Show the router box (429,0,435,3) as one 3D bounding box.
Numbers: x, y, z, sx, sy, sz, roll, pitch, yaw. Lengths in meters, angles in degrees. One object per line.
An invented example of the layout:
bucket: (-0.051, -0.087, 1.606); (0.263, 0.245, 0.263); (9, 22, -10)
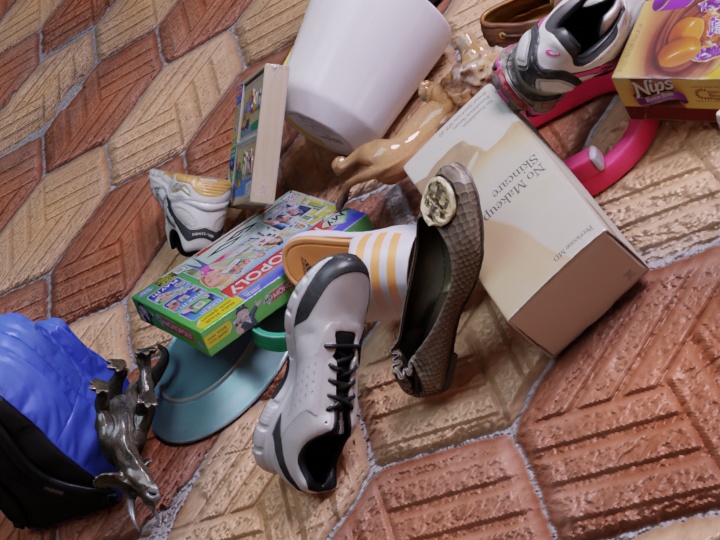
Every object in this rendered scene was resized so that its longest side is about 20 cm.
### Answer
router box: (0.037, -0.383, 1.542); (0.150, 0.200, 0.062); (-44, 26, 2)

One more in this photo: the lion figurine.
lion figurine: (0.055, -0.126, 1.326); (0.200, 0.072, 0.122); (-50, 13, -3)

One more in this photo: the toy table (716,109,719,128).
toy table: (0.325, -0.103, 0.919); (0.117, 0.185, 0.200); (-35, 17, -12)

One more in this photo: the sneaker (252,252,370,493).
sneaker: (-0.024, 0.085, 1.168); (0.080, 0.073, 0.202); (34, 116, 49)

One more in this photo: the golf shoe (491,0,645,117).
golf shoe: (0.190, -0.193, 1.165); (0.200, 0.073, 0.092); (-43, 3, -40)

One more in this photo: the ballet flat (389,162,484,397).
ballet flat: (0.053, 0.012, 1.107); (0.046, 0.202, 0.067); (-7, 36, -23)

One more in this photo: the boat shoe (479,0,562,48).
boat shoe: (0.196, -0.242, 1.319); (0.199, 0.068, 0.072); (-23, 38, 33)

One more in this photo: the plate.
plate: (-0.138, 0.074, 1.403); (0.199, 0.026, 0.201); (-32, 34, 24)

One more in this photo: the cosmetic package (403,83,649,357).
cosmetic package: (0.123, -0.042, 1.131); (0.105, 0.071, 0.200); (-44, 44, 12)

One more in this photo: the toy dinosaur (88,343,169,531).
toy dinosaur: (-0.215, 0.134, 1.343); (0.201, 0.076, 0.103); (-103, 23, -59)

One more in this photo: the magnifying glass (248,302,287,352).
magnifying glass: (-0.069, 0.015, 1.371); (0.079, 0.023, 0.200); (-13, 28, 0)

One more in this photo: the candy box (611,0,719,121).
candy box: (0.290, -0.210, 1.162); (0.116, 0.057, 0.201); (7, 60, 37)

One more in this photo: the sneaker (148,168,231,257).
sneaker: (-0.190, -0.061, 1.573); (0.200, 0.075, 0.089); (-155, 72, -75)

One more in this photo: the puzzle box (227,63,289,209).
puzzle box: (-0.106, -0.130, 1.469); (0.200, 0.025, 0.135); (-179, 96, -78)

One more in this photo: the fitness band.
fitness band: (0.161, -0.108, 1.241); (0.199, 0.037, 0.144); (-25, 37, 29)

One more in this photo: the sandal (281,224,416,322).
sandal: (0.001, 0.008, 1.229); (0.205, 0.080, 0.059); (0, 21, 40)

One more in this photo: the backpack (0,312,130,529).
backpack: (-0.328, 0.130, 1.400); (0.162, 0.200, 0.169); (-26, 37, 31)

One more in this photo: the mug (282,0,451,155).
mug: (-0.009, -0.198, 1.476); (0.154, 0.148, 0.187); (-63, 0, -11)

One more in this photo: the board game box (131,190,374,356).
board game box: (-0.100, -0.002, 1.368); (0.199, 0.029, 0.134); (-36, 30, -24)
